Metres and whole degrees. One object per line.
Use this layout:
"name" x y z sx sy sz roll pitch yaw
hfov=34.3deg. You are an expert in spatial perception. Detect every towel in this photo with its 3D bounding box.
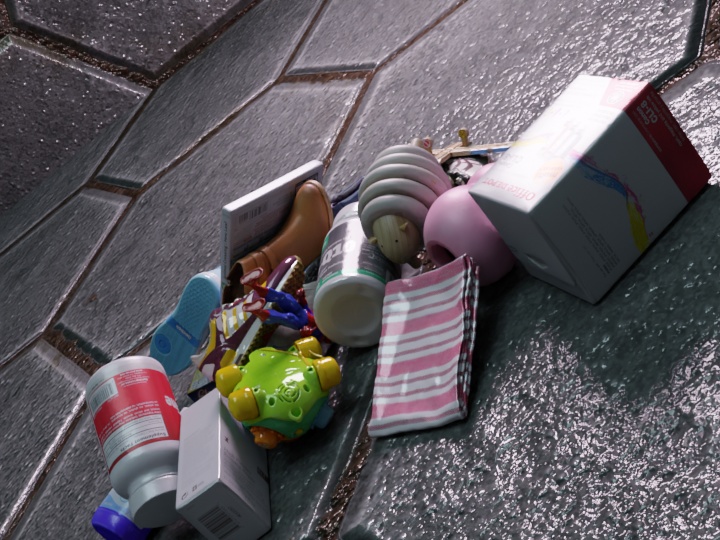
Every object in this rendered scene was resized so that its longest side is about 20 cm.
"towel" 0.070 0.088 1.345 0.145 0.030 0.203 -21 51 43

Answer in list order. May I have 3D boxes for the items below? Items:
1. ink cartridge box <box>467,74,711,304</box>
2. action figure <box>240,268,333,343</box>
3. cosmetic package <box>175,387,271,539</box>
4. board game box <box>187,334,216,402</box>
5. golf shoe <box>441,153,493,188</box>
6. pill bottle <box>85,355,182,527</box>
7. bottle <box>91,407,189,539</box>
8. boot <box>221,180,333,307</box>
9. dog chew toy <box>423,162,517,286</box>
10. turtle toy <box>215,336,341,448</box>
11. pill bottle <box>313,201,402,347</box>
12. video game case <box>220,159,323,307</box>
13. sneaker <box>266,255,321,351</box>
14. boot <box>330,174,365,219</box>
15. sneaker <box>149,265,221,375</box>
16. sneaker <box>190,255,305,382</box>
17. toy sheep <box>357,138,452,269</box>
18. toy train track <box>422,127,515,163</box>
"ink cartridge box" 0.252 -0.094 1.299 0.200 0.145 0.145 -46 25 -7
"action figure" -0.084 0.059 1.511 0.051 0.200 0.066 -21 61 19
"cosmetic package" -0.167 0.242 1.431 0.074 0.102 0.201 -34 27 12
"board game box" -0.177 0.103 1.746 0.134 0.035 0.201 -28 28 29
"golf shoe" 0.155 -0.127 1.585 0.088 0.078 0.200 -36 25 -10
"pill bottle" -0.278 0.220 1.499 0.112 0.112 0.202 -35 56 13
"bottle" -0.277 0.278 1.575 0.083 0.066 0.201 1 48 47
"boot" -0.118 -0.024 1.639 0.073 0.203 0.154 24 22 37
"dog chew toy" 0.169 -0.074 1.429 0.200 0.125 0.124 -43 24 -22
"turtle toy" -0.103 0.155 1.470 0.144 0.103 0.200 -19 21 -14
"pill bottle" 0.000 0.000 1.558 0.112 0.113 0.201 -31 27 22
"video game case" -0.129 -0.046 1.695 0.022 0.184 0.199 26 39 29
"sneaker" -0.067 0.043 1.651 0.200 0.072 0.073 -45 -9 -24
"boot" -0.038 -0.051 1.721 0.199 0.090 0.073 -40 25 7
"sneaker" -0.234 0.071 1.769 0.201 0.080 0.130 -51 -10 31
"sneaker" -0.153 0.057 1.564 0.089 0.075 0.202 28 82 21
"toy sheep" 0.060 -0.092 1.504 0.137 0.138 0.202 -25 39 32
"toy train track" 0.154 -0.176 1.593 0.197 0.033 0.114 -2 20 32
